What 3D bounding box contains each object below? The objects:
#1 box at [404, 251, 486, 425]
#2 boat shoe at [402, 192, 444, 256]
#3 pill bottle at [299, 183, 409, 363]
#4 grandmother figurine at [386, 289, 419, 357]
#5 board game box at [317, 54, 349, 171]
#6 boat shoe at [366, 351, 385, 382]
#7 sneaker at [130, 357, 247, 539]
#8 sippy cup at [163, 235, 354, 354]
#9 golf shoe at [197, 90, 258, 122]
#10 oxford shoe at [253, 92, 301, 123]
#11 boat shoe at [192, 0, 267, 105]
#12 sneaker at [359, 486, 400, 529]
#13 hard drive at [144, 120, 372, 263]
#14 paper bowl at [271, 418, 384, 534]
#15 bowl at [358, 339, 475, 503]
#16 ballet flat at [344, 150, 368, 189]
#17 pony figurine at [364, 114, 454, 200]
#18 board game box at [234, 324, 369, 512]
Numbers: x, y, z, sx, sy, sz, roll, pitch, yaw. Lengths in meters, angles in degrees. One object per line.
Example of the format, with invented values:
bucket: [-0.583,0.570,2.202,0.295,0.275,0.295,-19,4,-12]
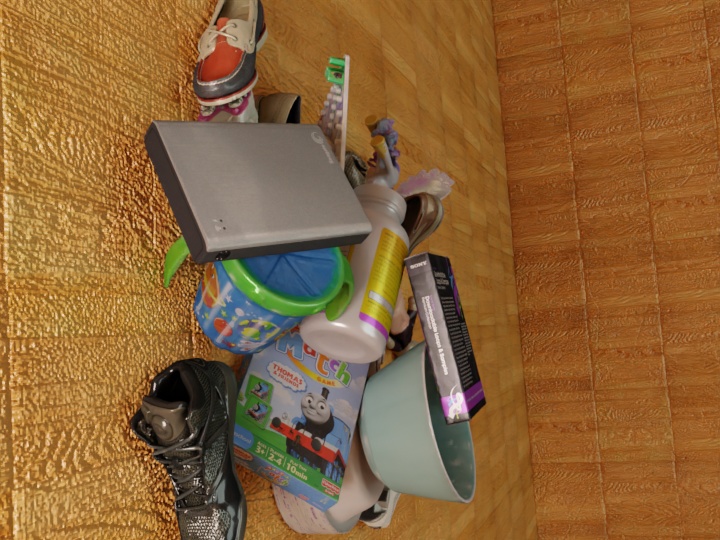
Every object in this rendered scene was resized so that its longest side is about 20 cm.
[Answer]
box: [0.108,0.080,0.972,0.143,0.036,0.203,8,69,-73]
boat shoe: [0.045,-0.045,1.228,0.076,0.201,0.071,44,14,30]
pill bottle: [0.000,0.000,0.936,0.105,0.103,0.203,56,43,-53]
grandmother figurine: [0.069,0.094,1.404,0.121,0.060,0.202,-44,134,-31]
board game box: [-0.054,-0.139,1.007,0.200,0.025,0.203,125,-31,-64]
boat shoe: [0.007,0.108,1.054,0.066,0.073,0.201,-50,167,-25]
sneaker: [-0.159,0.178,0.713,0.114,0.075,0.203,28,55,-65]
sippy cup: [-0.103,0.014,0.796,0.177,0.130,0.140,39,40,-4]
golf shoe: [-0.143,-0.111,0.841,0.092,0.074,0.202,67,27,-47]
oxford shoe: [-0.096,-0.120,0.968,0.071,0.073,0.204,-20,103,-70]
boat shoe: [-0.145,-0.253,0.866,0.202,0.070,0.063,-81,167,-46]
sneaker: [0.037,0.305,1.234,0.089,0.073,0.203,56,43,-52]
hard drive: [-0.093,-0.081,0.757,0.198,0.033,0.141,-9,63,-44]
paper bowl: [-0.031,0.233,1.011,0.200,0.103,0.204,-7,90,-69]
bowl: [0.064,0.193,0.967,0.201,0.104,0.204,-16,90,-74]
ballet flat: [0.001,-0.067,1.051,0.067,0.046,0.203,40,-32,55]
pony figurine: [0.038,-0.149,1.286,0.193,0.165,0.201,-47,141,-22]
board game box: [-0.073,0.149,0.898,0.150,0.037,0.202,33,41,-17]
